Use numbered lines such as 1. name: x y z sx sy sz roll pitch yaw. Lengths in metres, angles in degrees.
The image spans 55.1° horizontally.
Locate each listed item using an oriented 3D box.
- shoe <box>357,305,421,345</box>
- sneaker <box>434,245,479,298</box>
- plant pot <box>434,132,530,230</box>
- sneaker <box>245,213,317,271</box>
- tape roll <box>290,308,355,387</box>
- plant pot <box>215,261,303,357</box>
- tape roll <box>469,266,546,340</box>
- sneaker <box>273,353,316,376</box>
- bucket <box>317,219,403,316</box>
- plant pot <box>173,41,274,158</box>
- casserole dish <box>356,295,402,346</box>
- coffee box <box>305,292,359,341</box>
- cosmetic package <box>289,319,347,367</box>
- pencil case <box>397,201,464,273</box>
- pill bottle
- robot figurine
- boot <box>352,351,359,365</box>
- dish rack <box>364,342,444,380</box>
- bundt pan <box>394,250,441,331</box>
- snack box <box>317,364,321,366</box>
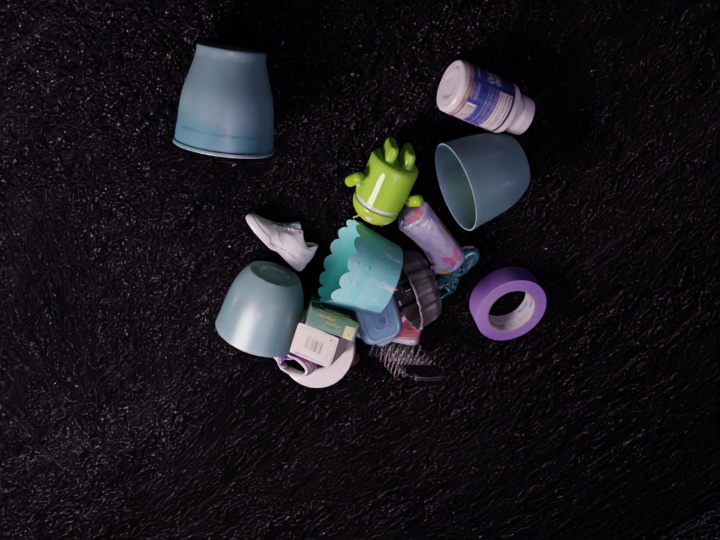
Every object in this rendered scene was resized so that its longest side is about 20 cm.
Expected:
1. shoe: 0.072 0.135 1.813 0.196 0.072 0.093 9 109 -15
2. sneaker: 0.232 0.021 1.759 0.077 0.080 0.200 32 112 -31
3. plant pot: 0.279 -0.214 1.540 0.158 0.201 0.203 -22 128 -10
4. sneaker: -0.179 -0.086 1.597 0.089 0.075 0.200 -46 129 4
5. tape roll: -0.110 0.193 1.753 0.198 0.037 0.208 1 93 9
6. plant pot: -0.221 0.078 1.612 0.197 0.201 0.164 13 111 -22
7. tape roll: 0.396 0.090 1.859 0.196 0.066 0.203 -7 127 -9
8. sneaker: -0.199 0.189 1.691 0.198 0.114 0.074 31 98 7
9. bucket: 0.000 0.000 1.607 0.133 0.209 0.209 22 118 -18
10. plant pot: -0.256 -0.333 1.328 0.196 0.200 0.192 3 109 -15
11. casserole dish: 0.039 0.099 1.743 0.119 0.039 0.204 -20 103 -6
12. coffee box: -0.067 0.107 1.619 0.121 0.200 0.045 21 96 -5
13. cosmetic package: -0.089 0.162 1.629 0.103 0.200 0.072 21 95 8
14. pencil case: 0.172 -0.078 1.672 0.090 0.084 0.200 -28 127 19
15. pill bottle: 0.271 -0.363 1.475 0.197 0.112 0.112 16 120 -23
16. robot figurine: 0.055 -0.190 1.541 0.172 0.117 0.202 16 120 -19
17. boot: -0.096 0.218 1.830 0.195 0.074 0.077 0 115 -11
18. dish rack: 0.121 0.238 1.803 0.151 0.200 0.056 4 114 -34
19. bundt pan: 0.137 0.041 1.684 0.074 0.203 0.205 -20 128 -11
20. snack box: -0.087 0.190 1.781 0.071 0.024 0.202 31 96 4
